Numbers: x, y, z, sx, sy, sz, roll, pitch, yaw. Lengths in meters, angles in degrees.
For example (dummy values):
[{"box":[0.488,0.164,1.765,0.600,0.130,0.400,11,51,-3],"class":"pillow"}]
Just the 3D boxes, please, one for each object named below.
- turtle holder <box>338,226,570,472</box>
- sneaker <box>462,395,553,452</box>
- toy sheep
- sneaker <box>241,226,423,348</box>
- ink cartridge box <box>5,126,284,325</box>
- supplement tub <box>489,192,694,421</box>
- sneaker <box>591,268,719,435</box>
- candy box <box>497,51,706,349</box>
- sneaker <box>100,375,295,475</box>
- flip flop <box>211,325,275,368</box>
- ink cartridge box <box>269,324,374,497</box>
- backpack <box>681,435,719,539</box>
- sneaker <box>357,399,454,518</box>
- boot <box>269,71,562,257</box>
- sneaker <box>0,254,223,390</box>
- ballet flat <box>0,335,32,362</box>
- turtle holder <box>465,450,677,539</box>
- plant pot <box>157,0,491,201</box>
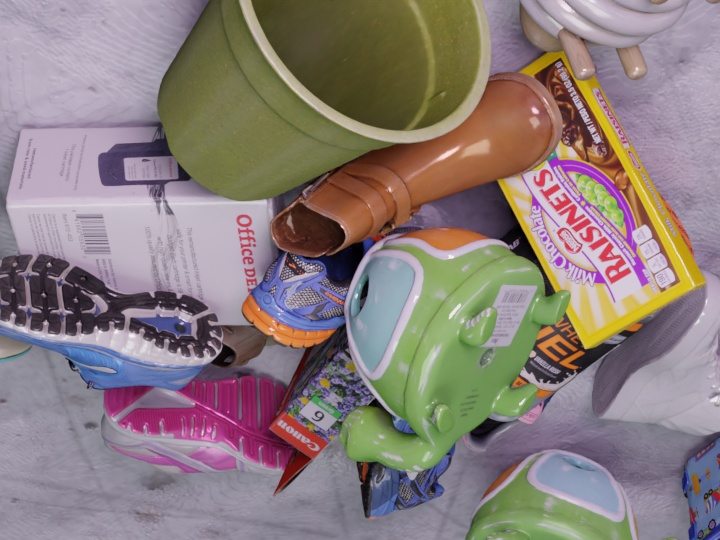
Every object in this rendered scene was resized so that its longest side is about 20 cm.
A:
[{"box":[0.057,0.054,1.514,0.131,0.141,0.186,34,138,31],"class":"turtle holder"},{"box":[0.153,0.082,1.701,0.070,0.082,0.200,28,132,-25],"class":"sneaker"},{"box":[0.168,-0.209,1.347,0.137,0.139,0.200,24,140,-22],"class":"toy sheep"},{"box":[0.000,0.000,1.566,0.075,0.200,0.079,42,126,20],"class":"sneaker"},{"box":[-0.157,-0.033,1.590,0.199,0.085,0.145,-1,138,5],"class":"ink cartridge box"},{"box":[0.152,0.017,1.593,0.122,0.123,0.200,33,123,-29],"class":"supplement tub"},{"box":[0.281,0.069,1.695,0.115,0.074,0.200,13,146,-14],"class":"sneaker"},{"box":[0.159,-0.054,1.494,0.102,0.201,0.026,-33,170,32],"class":"candy box"},{"box":[-0.136,0.135,1.784,0.199,0.082,0.088,16,150,-18],"class":"sneaker"},{"box":[-0.117,0.052,1.700,0.199,0.058,0.081,-9,136,12],"class":"flip flop"},{"box":[-0.025,0.090,1.694,0.050,0.109,0.200,35,131,-9],"class":"ink cartridge box"},{"box":[0.372,0.232,1.766,0.134,0.201,0.183,27,133,-24],"class":"backpack"},{"box":[0.043,0.138,1.777,0.078,0.076,0.200,-5,145,-10],"class":"sneaker"},{"box":[0.039,-0.066,1.460,0.200,0.154,0.074,-24,96,52],"class":"boot"},{"box":[-0.210,0.053,1.568,0.199,0.079,0.089,17,135,-15],"class":"sneaker"},{"box":[-0.368,0.040,1.701,0.199,0.070,0.070,-2,138,5],"class":"ballet flat"},{"box":[0.189,0.231,1.798,0.184,0.132,0.141,3,134,21],"class":"turtle holder"},{"box":[-0.046,-0.140,1.415,0.199,0.201,0.190,26,146,-23],"class":"plant pot"}]
